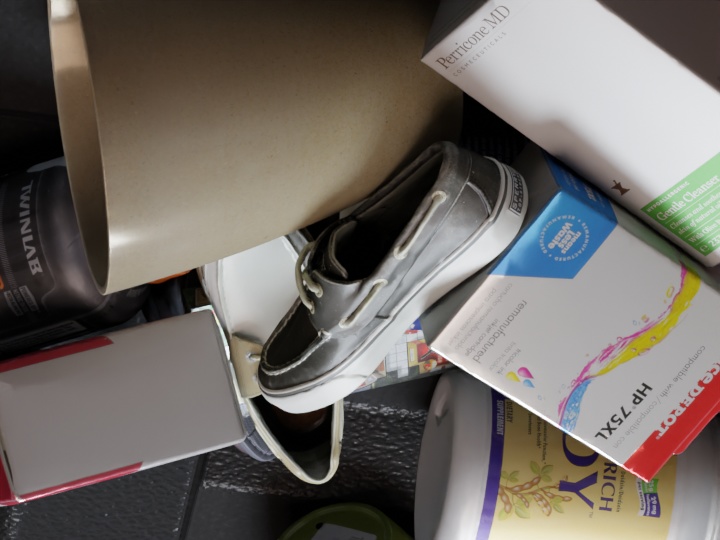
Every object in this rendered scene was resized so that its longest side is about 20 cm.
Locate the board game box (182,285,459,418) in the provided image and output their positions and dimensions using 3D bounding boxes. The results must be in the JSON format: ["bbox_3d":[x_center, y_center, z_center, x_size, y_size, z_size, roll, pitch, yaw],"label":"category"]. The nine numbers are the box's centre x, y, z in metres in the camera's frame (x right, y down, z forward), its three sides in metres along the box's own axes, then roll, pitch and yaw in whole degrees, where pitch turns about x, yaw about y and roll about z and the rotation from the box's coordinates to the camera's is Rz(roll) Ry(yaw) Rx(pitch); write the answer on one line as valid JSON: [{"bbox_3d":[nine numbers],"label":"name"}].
[{"bbox_3d":[-0.006,0.033,1.540,0.199,0.023,0.105,-13,131,-8],"label":"board game box"}]

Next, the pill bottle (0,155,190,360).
[{"bbox_3d":[-0.196,-0.007,1.486,0.199,0.106,0.106,-17,139,21],"label":"pill bottle"}]

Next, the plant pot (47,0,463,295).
[{"bbox_3d":[-0.053,-0.095,1.327,0.199,0.188,0.188,-9,144,-11],"label":"plant pot"}]

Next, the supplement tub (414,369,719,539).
[{"bbox_3d":[0.145,0.140,1.630,0.199,0.146,0.146,8,142,-8],"label":"supplement tub"}]

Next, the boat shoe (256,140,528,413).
[{"bbox_3d":[0.000,0.000,1.328,0.064,0.071,0.200,25,126,-33],"label":"boat shoe"}]

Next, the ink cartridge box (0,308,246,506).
[{"bbox_3d":[-0.173,0.087,1.505,0.147,0.086,0.200,-15,180,-23],"label":"ink cartridge box"}]

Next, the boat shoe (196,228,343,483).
[{"bbox_3d":[-0.044,0.042,1.472,0.075,0.068,0.200,-21,132,-1],"label":"boat shoe"}]

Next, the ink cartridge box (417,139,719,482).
[{"bbox_3d":[0.141,0.032,1.357,0.200,0.067,0.116,31,109,-23],"label":"ink cartridge box"}]

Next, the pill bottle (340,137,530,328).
[{"bbox_3d":[0.089,-0.020,1.439,0.199,0.111,0.111,1,142,2],"label":"pill bottle"}]

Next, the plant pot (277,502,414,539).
[{"bbox_3d":[0.011,0.269,1.799,0.187,0.187,0.200,-11,126,16],"label":"plant pot"}]

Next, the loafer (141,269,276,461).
[{"bbox_3d":[-0.095,0.043,1.591,0.063,0.072,0.200,17,148,32],"label":"loafer"}]

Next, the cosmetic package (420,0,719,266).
[{"bbox_3d":[0.145,-0.105,1.294,0.200,0.085,0.108,33,139,-16],"label":"cosmetic package"}]

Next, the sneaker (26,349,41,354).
[{"bbox_3d":[-0.291,0.084,1.655,0.200,0.071,0.076,-27,117,26],"label":"sneaker"}]
